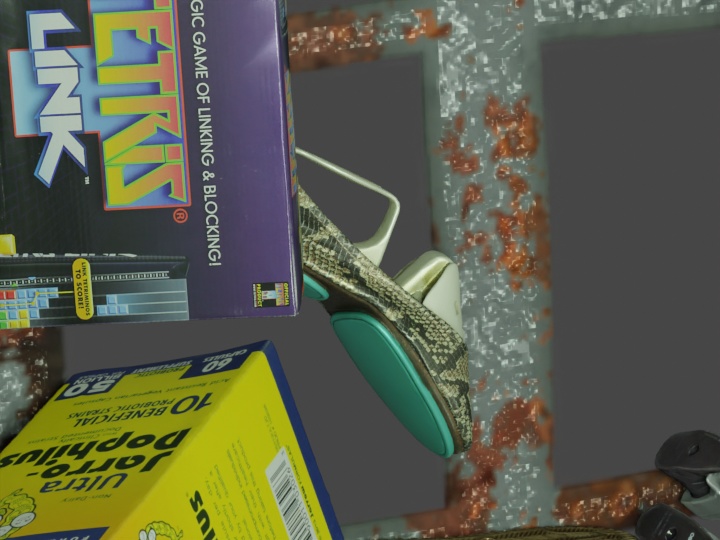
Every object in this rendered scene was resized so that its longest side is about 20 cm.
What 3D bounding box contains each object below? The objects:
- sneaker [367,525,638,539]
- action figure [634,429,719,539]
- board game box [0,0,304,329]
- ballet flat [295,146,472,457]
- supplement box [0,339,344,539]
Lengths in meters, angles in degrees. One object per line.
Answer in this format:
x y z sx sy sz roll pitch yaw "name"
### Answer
0.044 0.186 1.386 0.200 0.070 0.109 -2 100 -25 "sneaker"
0.217 0.167 1.450 0.200 0.069 0.130 42 65 -32 "action figure"
-0.113 -0.077 1.244 0.165 0.057 0.200 -3 103 4 "board game box"
0.000 0.000 1.336 0.200 0.068 0.075 44 74 -20 "ballet flat"
-0.101 0.126 1.233 0.109 0.200 0.110 -11 111 25 "supplement box"
